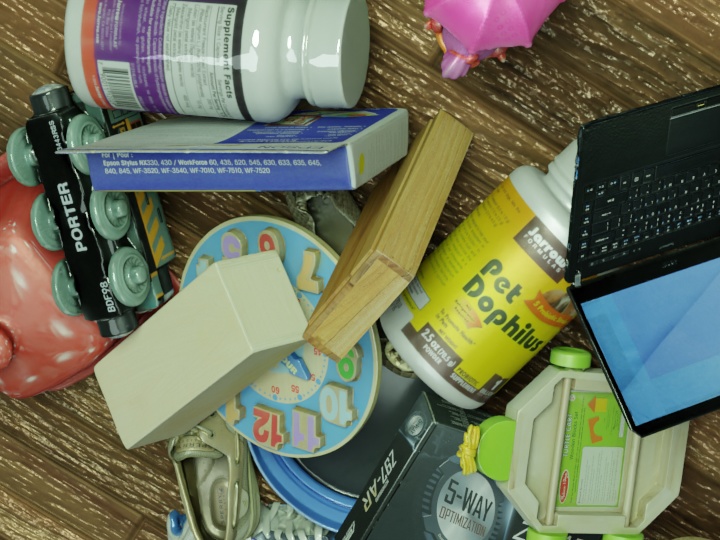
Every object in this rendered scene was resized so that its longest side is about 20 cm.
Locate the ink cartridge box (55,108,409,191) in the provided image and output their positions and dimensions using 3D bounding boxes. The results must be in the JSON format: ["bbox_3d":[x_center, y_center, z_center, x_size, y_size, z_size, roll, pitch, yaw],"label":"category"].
[{"bbox_3d":[-0.084,-0.081,1.259,0.196,0.200,0.047,1,105,17],"label":"ink cartridge box"}]

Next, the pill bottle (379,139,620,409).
[{"bbox_3d":[0.116,0.000,1.320,0.109,0.109,0.200,42,103,-12],"label":"pill bottle"}]

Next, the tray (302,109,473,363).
[{"bbox_3d":[0.022,-0.029,1.295,0.037,0.200,0.099,36,126,-7],"label":"tray"}]

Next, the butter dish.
[{"bbox_3d":[-0.278,0.027,1.459,0.199,0.148,0.200,-30,109,30],"label":"butter dish"}]

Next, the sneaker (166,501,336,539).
[{"bbox_3d":[-0.080,0.223,1.567,0.199,0.081,0.147,-32,105,28],"label":"sneaker"}]

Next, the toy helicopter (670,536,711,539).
[{"bbox_3d":[0.324,0.282,1.497,0.199,0.079,0.132,33,117,-18],"label":"toy helicopter"}]

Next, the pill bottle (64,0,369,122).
[{"bbox_3d":[-0.099,-0.163,1.262,0.198,0.112,0.112,6,124,13],"label":"pill bottle"}]

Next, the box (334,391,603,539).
[{"bbox_3d":[0.101,0.199,1.454,0.199,0.044,0.161,20,115,-23],"label":"box"}]

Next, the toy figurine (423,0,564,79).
[{"bbox_3d":[0.082,-0.193,1.179,0.149,0.185,0.201,24,127,1],"label":"toy figurine"}]

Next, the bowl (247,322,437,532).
[{"bbox_3d":[0.003,0.126,1.486,0.199,0.039,0.202,6,114,13],"label":"bowl"}]

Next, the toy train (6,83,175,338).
[{"bbox_3d":[-0.199,-0.052,1.381,0.085,0.114,0.202,-10,103,29],"label":"toy train"}]

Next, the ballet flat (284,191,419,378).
[{"bbox_3d":[0.000,0.000,1.392,0.067,0.046,0.201,-27,100,10],"label":"ballet flat"}]

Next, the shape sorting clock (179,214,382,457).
[{"bbox_3d":[-0.068,0.054,1.414,0.199,0.039,0.202,16,119,31],"label":"shape sorting clock"}]

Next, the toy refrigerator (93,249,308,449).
[{"bbox_3d":[-0.124,0.064,1.397,0.200,0.070,0.076,-38,72,45],"label":"toy refrigerator"}]

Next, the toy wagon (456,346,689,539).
[{"bbox_3d":[0.163,0.138,1.392,0.198,0.040,0.157,4,97,-21],"label":"toy wagon"}]

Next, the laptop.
[{"bbox_3d":[0.241,-0.014,1.242,0.176,0.103,0.201,-17,128,-25],"label":"laptop"}]

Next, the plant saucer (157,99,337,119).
[{"bbox_3d":[-0.094,-0.185,1.334,0.198,0.032,0.202,8,123,13],"label":"plant saucer"}]

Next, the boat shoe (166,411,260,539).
[{"bbox_3d":[-0.130,0.139,1.505,0.071,0.065,0.202,-7,97,17],"label":"boat shoe"}]
